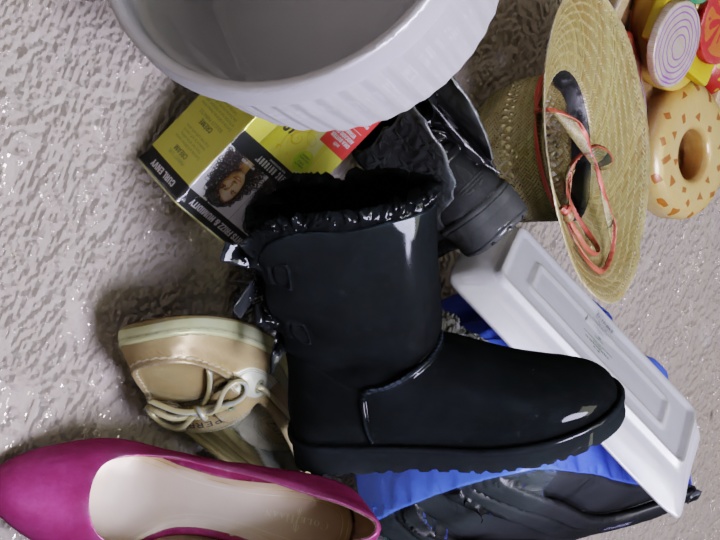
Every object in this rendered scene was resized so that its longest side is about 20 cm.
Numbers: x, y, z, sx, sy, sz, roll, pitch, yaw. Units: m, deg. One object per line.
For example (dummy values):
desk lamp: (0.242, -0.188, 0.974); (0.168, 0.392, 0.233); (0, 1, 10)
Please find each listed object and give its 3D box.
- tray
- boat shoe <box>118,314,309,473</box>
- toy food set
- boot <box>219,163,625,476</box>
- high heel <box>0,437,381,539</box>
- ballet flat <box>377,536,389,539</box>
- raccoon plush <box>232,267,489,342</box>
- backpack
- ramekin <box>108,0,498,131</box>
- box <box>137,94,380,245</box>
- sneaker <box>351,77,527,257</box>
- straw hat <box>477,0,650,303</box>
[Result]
tray: (0.137, 0.049, 1.409); (0.022, 0.200, 0.107); (-39, -170, 27)
boat shoe: (-0.071, 0.080, 1.316); (0.201, 0.073, 0.063); (47, 37, -60)
toy food set: (0.218, -0.142, 1.644); (0.198, 0.049, 0.200); (27, 84, -56)
boot: (0.034, 0.024, 1.243); (0.073, 0.198, 0.163); (-80, 162, -61)
high heel: (-0.091, 0.125, 1.237); (0.200, 0.096, 0.067); (16, 76, -22)
ballet flat: (-0.026, 0.208, 1.446); (0.200, 0.067, 0.070); (-50, 168, -25)
raccoon plush: (0.000, 0.000, 1.329); (0.097, 0.134, 0.200); (-47, 139, -31)
backpack: (0.081, 0.095, 1.469); (0.200, 0.162, 0.168); (6, 61, -51)
ramekin: (-0.021, -0.164, 1.175); (0.200, 0.200, 0.105); (-65, 155, -8)
box: (-0.022, -0.103, 1.260); (0.200, 0.050, 0.075); (-46, 136, 2)
sneaker: (0.035, -0.058, 1.370); (0.060, 0.200, 0.104); (-44, 100, -15)
straw hat: (0.113, -0.077, 1.489); (0.201, 0.085, 0.201); (20, 67, -61)
